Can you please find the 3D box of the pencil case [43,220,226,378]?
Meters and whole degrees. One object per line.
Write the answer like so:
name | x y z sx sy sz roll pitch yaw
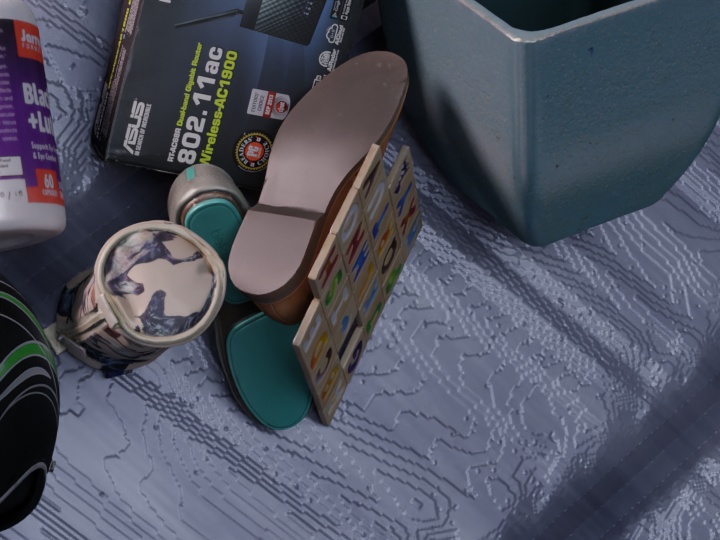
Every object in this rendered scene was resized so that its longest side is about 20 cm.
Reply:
pencil case | -0.143 0.021 1.252 0.089 0.200 0.078 -37 93 -17

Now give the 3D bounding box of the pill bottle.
pill bottle | -0.257 -0.114 1.274 0.111 0.111 0.200 -7 85 -23

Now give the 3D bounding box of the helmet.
helmet | -0.275 0.077 1.193 0.200 0.200 0.191 66 22 -1

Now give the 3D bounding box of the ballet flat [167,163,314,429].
ballet flat | -0.077 0.015 1.346 0.067 0.064 0.200 -21 120 -3

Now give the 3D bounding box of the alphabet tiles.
alphabet tiles | 0.000 0.000 1.327 0.008 0.200 0.167 21 72 14

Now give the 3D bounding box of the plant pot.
plant pot | 0.135 -0.137 1.387 0.196 0.196 0.200 -20 129 -24

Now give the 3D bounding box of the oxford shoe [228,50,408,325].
oxford shoe | -0.022 -0.055 1.312 0.200 0.071 0.071 -62 149 -18

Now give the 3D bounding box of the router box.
router box | -0.085 -0.159 1.336 0.150 0.062 0.200 10 105 -20
